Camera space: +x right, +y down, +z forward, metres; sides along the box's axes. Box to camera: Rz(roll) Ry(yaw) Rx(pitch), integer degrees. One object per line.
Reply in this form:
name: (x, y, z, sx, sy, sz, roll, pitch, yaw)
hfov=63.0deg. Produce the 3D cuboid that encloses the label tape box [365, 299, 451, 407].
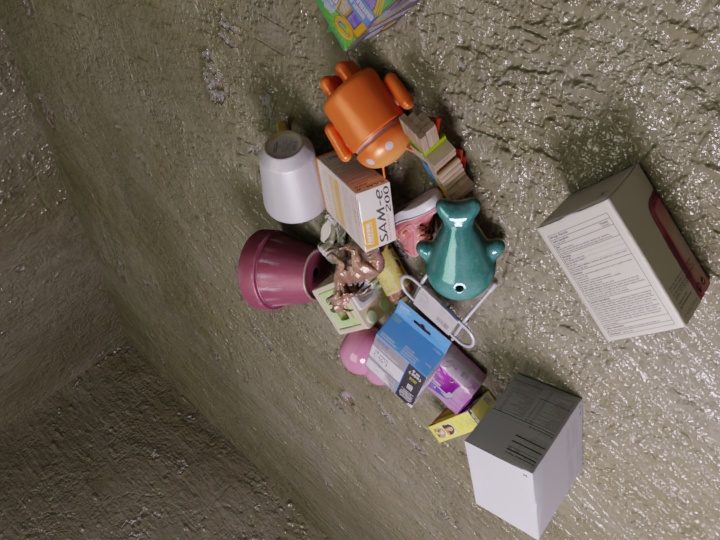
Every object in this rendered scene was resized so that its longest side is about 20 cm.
label tape box: (0.095, 0.181, 1.254, 0.144, 0.063, 0.202, 39, 143, 19)

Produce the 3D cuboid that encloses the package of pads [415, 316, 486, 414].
package of pads: (0.176, 0.211, 1.306, 0.200, 0.075, 0.121, 42, 147, 15)

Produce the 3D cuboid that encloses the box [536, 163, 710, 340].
box: (0.367, -0.021, 0.823, 0.202, 0.108, 0.127, 56, 147, -5)

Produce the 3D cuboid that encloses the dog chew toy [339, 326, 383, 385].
dog chew toy: (0.046, 0.223, 1.447, 0.198, 0.125, 0.126, 33, 144, 12)

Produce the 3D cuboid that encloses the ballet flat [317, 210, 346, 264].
ballet flat: (-0.070, -0.076, 1.353, 0.071, 0.071, 0.202, 39, 145, 19)

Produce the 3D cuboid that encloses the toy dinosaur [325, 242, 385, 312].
toy dinosaur: (0.000, 0.000, 1.210, 0.198, 0.086, 0.137, -25, 103, 42)

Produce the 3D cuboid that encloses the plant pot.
plant pot: (-0.178, 0.004, 1.464, 0.176, 0.201, 0.203, 6, 127, 29)

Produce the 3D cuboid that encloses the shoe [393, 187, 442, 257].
shoe: (0.116, -0.086, 1.099, 0.092, 0.071, 0.200, 53, 160, -7)

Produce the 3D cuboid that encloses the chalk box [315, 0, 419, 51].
chalk box: (0.010, -0.426, 0.873, 0.199, 0.124, 0.125, -18, 107, 54)

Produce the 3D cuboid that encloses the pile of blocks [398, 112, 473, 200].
pile of blocks: (0.135, -0.196, 0.982, 0.201, 0.062, 0.082, 51, 180, -41)

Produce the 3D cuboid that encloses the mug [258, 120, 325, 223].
mug: (-0.157, -0.215, 1.230, 0.186, 0.149, 0.154, 39, 157, 27)

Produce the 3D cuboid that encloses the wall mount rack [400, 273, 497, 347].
wall mount rack: (0.176, 0.049, 1.164, 0.200, 0.074, 0.175, 43, 149, 15)

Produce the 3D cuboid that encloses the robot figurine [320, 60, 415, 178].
robot figurine: (0.014, -0.267, 1.024, 0.202, 0.143, 0.117, 55, 168, -4)

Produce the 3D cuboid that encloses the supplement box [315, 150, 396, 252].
supplement box: (-0.010, -0.144, 1.149, 0.200, 0.072, 0.128, 49, 155, 49)

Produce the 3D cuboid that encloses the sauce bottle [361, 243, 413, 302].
sauce bottle: (0.043, -0.033, 1.251, 0.066, 0.066, 0.203, -20, 101, 56)

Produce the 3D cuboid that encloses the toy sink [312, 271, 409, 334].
toy sink: (-0.003, 0.057, 1.350, 0.132, 0.112, 0.199, 57, 146, -9)

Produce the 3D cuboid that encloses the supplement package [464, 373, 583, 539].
supplement package: (0.324, 0.356, 1.145, 0.145, 0.199, 0.194, 17, 133, 41)

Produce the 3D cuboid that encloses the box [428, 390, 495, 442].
box: (0.236, 0.340, 1.356, 0.050, 0.075, 0.200, 50, 148, 6)

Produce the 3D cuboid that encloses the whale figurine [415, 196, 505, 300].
whale figurine: (0.172, -0.031, 1.022, 0.155, 0.105, 0.203, 1, 135, 11)
